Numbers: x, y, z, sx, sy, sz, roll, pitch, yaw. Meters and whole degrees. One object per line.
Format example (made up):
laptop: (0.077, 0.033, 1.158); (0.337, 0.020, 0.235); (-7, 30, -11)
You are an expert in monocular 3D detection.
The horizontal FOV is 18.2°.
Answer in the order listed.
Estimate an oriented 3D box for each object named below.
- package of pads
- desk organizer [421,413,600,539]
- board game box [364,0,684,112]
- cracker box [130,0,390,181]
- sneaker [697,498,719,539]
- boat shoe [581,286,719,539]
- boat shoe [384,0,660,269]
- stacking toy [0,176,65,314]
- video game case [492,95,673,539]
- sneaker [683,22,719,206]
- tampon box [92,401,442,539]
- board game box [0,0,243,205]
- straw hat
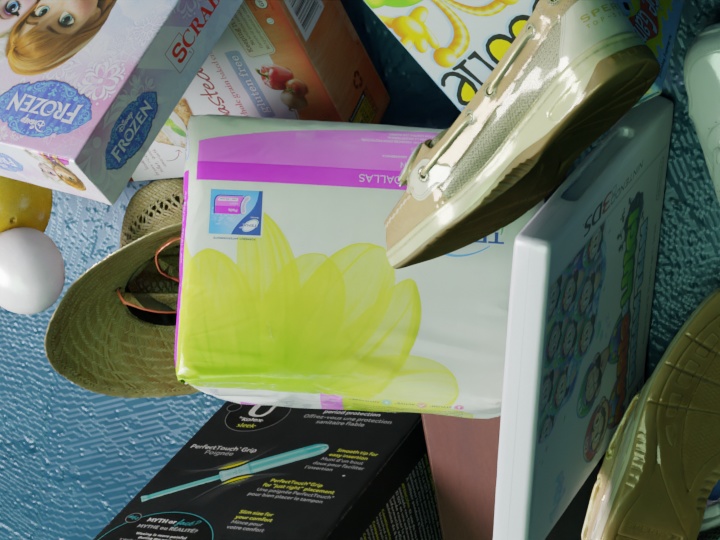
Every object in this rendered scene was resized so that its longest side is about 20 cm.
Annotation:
package of pads: (0.000, 0.000, 1.223); (0.198, 0.068, 0.156); (3, 83, 1)
desk organizer: (0.090, 0.110, 1.334); (0.077, 0.071, 0.202); (10, 117, 44)
board game box: (0.064, -0.170, 1.138); (0.103, 0.105, 0.200); (-25, 121, 36)
cracker box: (-0.100, -0.121, 1.296); (0.199, 0.058, 0.134); (-3, 134, 31)
sneaker: (0.225, 0.172, 1.276); (0.077, 0.092, 0.199); (28, 144, -36)
boat shoe: (0.173, 0.094, 1.260); (0.073, 0.069, 0.201); (25, 95, -15)
boat shoe: (0.069, -0.070, 1.117); (0.063, 0.073, 0.201); (60, 140, 14)
stacking toy: (-0.230, -0.051, 1.333); (0.200, 0.145, 0.147); (51, 137, 35)
video game case: (0.120, 0.031, 1.204); (0.024, 0.182, 0.201); (16, 124, 21)
sneaker: (0.219, -0.031, 1.166); (0.078, 0.099, 0.201); (-17, 108, 35)
tampon box: (-0.047, 0.178, 1.372); (0.149, 0.200, 0.127); (2, 119, 29)
board game box: (-0.159, -0.142, 1.222); (0.199, 0.200, 0.041); (13, 155, 40)
straw hat: (-0.106, -0.010, 1.365); (0.201, 0.200, 0.086); (-45, 51, 39)
